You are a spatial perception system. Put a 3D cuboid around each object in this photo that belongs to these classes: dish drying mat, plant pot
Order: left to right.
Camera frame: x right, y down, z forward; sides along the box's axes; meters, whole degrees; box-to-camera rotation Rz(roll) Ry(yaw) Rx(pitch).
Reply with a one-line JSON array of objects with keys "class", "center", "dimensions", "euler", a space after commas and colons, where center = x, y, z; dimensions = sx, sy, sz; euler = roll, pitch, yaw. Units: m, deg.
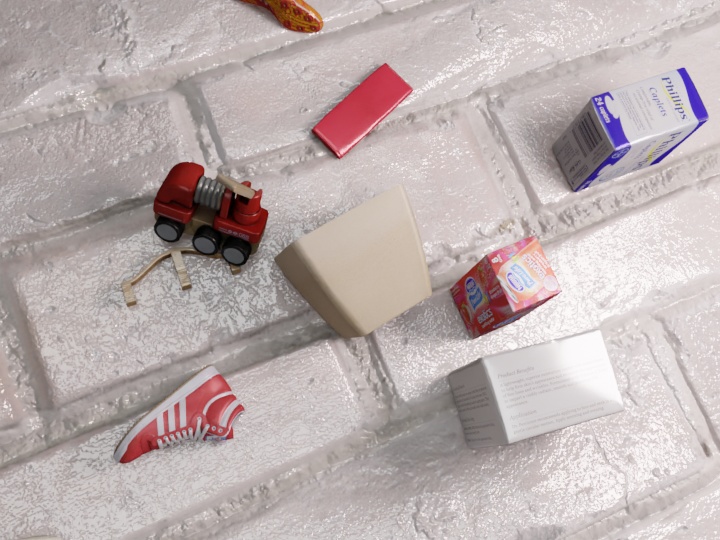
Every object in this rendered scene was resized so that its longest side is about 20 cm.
[{"class": "plant pot", "center": [0.000, 0.000, 1.264], "dimensions": [0.199, 0.200, 0.178], "euler": [-29, 91, -16]}, {"class": "dish drying mat", "center": [0.004, -0.290, 1.431], "dimensions": [0.077, 0.018, 0.200], "euler": [44, 72, 4]}]

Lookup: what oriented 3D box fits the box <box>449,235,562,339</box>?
[{"class": "box", "center": [0.229, 0.032, 1.278], "dimensions": [0.095, 0.200, 0.100], "euler": [-20, 78, -16]}]

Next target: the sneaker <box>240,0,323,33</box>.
[{"class": "sneaker", "center": [-0.149, -0.504, 1.441], "dimensions": [0.199, 0.073, 0.077], "euler": [32, 62, -2]}]

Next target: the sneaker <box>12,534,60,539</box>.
[{"class": "sneaker", "center": [-0.518, 0.432, 1.114], "dimensions": [0.199, 0.075, 0.085], "euler": [-14, 75, -3]}]

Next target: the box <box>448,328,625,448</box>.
[{"class": "box", "center": [0.267, 0.189, 1.241], "dimensions": [0.197, 0.200, 0.132], "euler": [-12, 78, -12]}]

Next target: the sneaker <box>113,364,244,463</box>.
[{"class": "sneaker", "center": [-0.269, 0.248, 1.205], "dimensions": [0.200, 0.071, 0.113], "euler": [-41, 81, -19]}]

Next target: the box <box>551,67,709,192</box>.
[{"class": "box", "center": [0.475, -0.246, 1.406], "dimensions": [0.199, 0.184, 0.106], "euler": [-20, 77, -14]}]

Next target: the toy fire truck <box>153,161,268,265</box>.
[{"class": "toy fire truck", "center": [-0.230, -0.112, 1.228], "dimensions": [0.175, 0.201, 0.129], "euler": [20, 47, -3]}]

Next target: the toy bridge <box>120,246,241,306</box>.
[{"class": "toy bridge", "center": [-0.294, -0.003, 1.295], "dimensions": [0.199, 0.027, 0.068], "euler": [-18, 77, -15]}]
